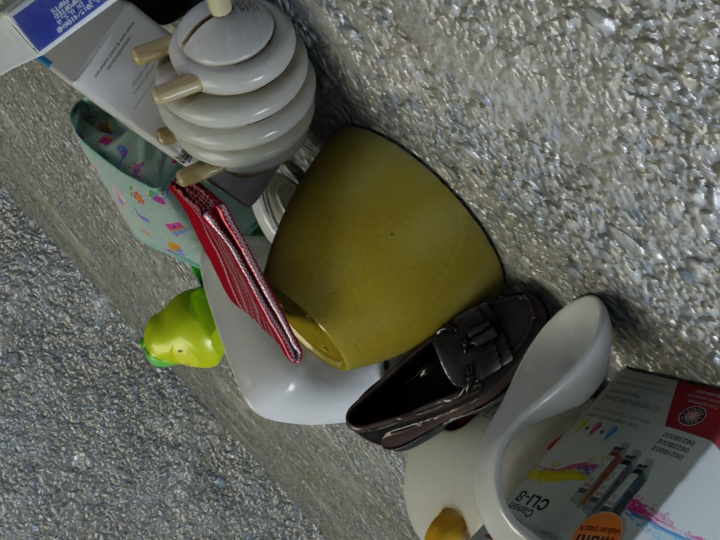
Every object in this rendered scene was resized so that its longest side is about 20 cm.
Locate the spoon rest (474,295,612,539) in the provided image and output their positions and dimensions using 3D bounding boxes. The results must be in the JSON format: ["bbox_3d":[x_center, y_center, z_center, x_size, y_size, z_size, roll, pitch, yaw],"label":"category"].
[{"bbox_3d":[0.129,0.101,0.864,0.061,0.200,0.099,31,150,-16],"label":"spoon rest"}]

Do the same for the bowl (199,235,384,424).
[{"bbox_3d":[-0.058,0.051,1.226,0.200,0.075,0.200,10,-128,-53],"label":"bowl"}]

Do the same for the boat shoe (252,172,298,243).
[{"bbox_3d":[-0.025,-0.022,1.186,0.070,0.071,0.200,-28,104,45],"label":"boat shoe"}]

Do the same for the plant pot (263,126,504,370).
[{"bbox_3d":[0.000,0.000,1.021,0.200,0.142,0.200,41,163,16],"label":"plant pot"}]

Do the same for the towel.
[{"bbox_3d":[-0.107,-0.006,0.999,0.145,0.022,0.200,63,171,-18],"label":"towel"}]

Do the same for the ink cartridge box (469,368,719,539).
[{"bbox_3d":[0.209,0.199,0.885,0.145,0.200,0.145,51,162,-21],"label":"ink cartridge box"}]

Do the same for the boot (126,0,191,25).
[{"bbox_3d":[-0.216,-0.290,0.989,0.075,0.074,0.200,39,167,42],"label":"boot"}]

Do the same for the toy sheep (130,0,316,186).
[{"bbox_3d":[-0.100,-0.145,0.939,0.138,0.138,0.200,38,156,25],"label":"toy sheep"}]

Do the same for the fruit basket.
[{"bbox_3d":[-0.157,0.060,1.448,0.155,0.216,0.216,34,160,34],"label":"fruit basket"}]

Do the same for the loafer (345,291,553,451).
[{"bbox_3d":[0.070,0.085,0.986,0.063,0.200,0.072,17,-139,-45],"label":"loafer"}]

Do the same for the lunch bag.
[{"bbox_3d":[-0.228,-0.107,1.360,0.200,0.122,0.170,26,156,35],"label":"lunch bag"}]

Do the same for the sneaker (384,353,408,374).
[{"bbox_3d":[0.078,0.135,1.300,0.112,0.073,0.200,44,172,-8],"label":"sneaker"}]

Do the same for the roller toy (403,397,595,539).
[{"bbox_3d":[0.142,0.185,1.043,0.200,0.183,0.140,16,-178,-35],"label":"roller toy"}]

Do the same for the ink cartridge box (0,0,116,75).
[{"bbox_3d":[-0.184,-0.214,0.857,0.043,0.196,0.200,53,162,-19],"label":"ink cartridge box"}]

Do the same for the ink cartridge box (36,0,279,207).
[{"bbox_3d":[-0.172,-0.154,1.060,0.200,0.084,0.145,36,179,-36],"label":"ink cartridge box"}]
